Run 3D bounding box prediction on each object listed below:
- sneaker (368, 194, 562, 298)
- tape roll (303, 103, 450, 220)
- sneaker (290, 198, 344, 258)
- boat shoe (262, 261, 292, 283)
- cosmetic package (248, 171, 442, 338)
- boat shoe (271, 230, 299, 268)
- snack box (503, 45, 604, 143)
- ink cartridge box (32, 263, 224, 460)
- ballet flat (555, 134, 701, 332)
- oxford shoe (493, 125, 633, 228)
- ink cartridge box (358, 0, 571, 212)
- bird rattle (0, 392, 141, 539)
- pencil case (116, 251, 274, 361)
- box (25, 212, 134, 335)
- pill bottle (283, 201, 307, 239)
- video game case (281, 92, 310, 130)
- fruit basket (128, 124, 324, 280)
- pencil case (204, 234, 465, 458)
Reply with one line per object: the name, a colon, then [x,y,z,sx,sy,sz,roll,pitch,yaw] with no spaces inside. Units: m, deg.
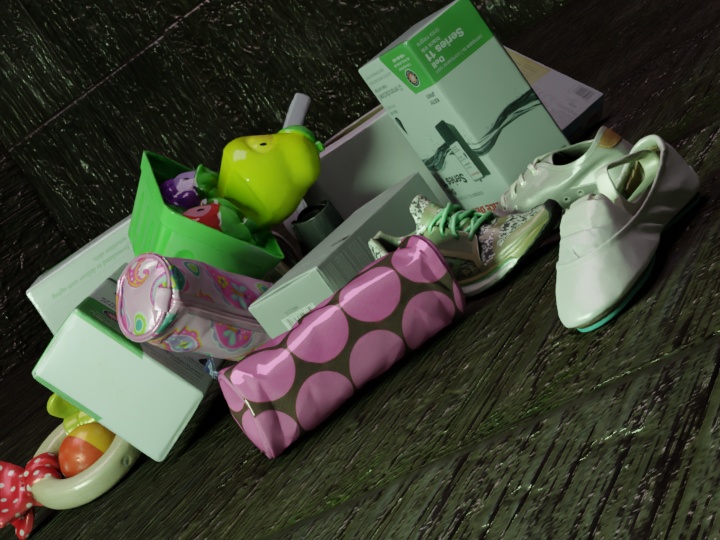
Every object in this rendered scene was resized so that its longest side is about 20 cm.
sneaker: [0.075,-0.025,1.203,0.199,0.089,0.077,-27,10,40]
tape roll: [0.033,-0.111,1.700,0.202,0.140,0.203,-33,9,6]
sneaker: [-0.035,-0.023,1.569,0.075,0.107,0.200,-36,8,-14]
boat shoe: [-0.092,0.036,1.597,0.063,0.074,0.200,-31,14,-15]
cosmetic package: [0.000,0.000,1.377,0.107,0.090,0.200,-31,12,41]
boat shoe: [-0.139,-0.023,1.849,0.072,0.200,0.060,-48,44,6]
snack box: [0.149,-0.190,1.587,0.116,0.199,0.037,-39,-33,-33]
ink cartridge box: [-0.212,0.083,1.424,0.083,0.146,0.200,-56,4,13]
ballet flat: [0.166,-0.031,0.962,0.069,0.070,0.200,-27,11,41]
oxford shoe: [0.151,-0.062,1.238,0.199,0.058,0.075,-31,11,35]
ink cartridge box: [0.104,-0.144,1.394,0.083,0.201,0.146,-39,8,-16]
bird rattle: [-0.290,0.182,1.464,0.162,0.113,0.200,-2,33,45]
pencil case: [-0.131,0.040,1.362,0.087,0.088,0.199,-28,-30,34]
box: [-0.272,0.044,1.803,0.198,0.201,0.171,-34,10,-3]
pill bottle: [-0.018,-0.105,1.960,0.113,0.114,0.199,-40,10,-37]
video game case: [-0.107,-0.084,1.708,0.201,0.023,0.183,-77,6,-56]
fruit basket: [-0.138,-0.075,1.496,0.216,0.155,0.217,-47,29,38]
pencil case: [-0.016,0.055,1.132,0.199,0.091,0.094,-34,-6,-11]
